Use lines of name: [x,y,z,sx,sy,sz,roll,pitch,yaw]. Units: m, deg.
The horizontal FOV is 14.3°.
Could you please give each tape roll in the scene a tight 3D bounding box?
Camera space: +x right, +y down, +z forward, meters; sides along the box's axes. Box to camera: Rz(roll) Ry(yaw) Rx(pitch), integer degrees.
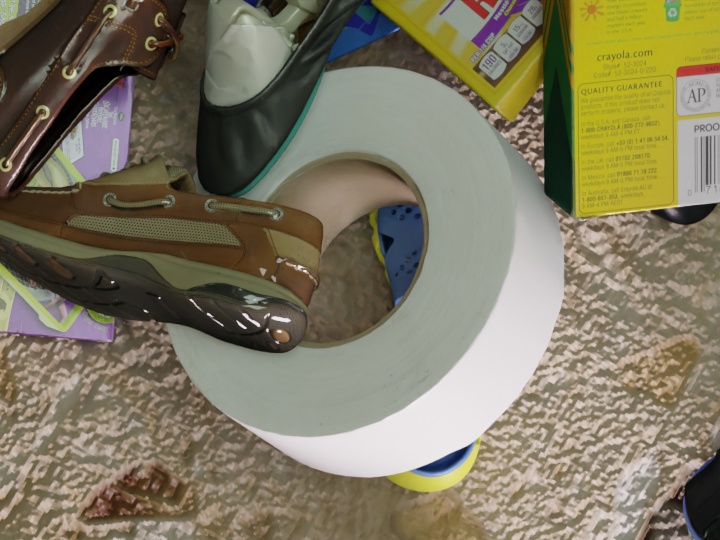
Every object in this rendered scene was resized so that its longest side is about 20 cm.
tape roll: [0.000,0.000,1.464,0.201,0.071,0.204,-10,66,24]

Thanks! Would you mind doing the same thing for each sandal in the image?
sandal: [0.047,0.016,1.520,0.079,0.087,0.201,-1,85,-9]

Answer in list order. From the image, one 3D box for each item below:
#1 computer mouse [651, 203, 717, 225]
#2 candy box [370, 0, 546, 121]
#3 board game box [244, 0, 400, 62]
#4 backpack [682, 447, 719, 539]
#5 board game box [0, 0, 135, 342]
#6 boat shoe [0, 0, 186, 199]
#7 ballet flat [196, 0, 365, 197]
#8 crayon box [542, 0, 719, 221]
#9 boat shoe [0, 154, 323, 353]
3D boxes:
computer mouse: [0.137,-0.114,1.570,0.058,0.034,0.201,-34,92,-10]
candy box: [0.103,-0.184,1.467,0.102,0.026,0.200,42,96,32]
board game box: [0.011,-0.207,1.509,0.199,0.045,0.153,-26,115,-5]
backpack: [0.286,0.136,1.510,0.199,0.183,0.147,-30,113,-1]
board game box: [-0.181,-0.067,1.512,0.119,0.032,0.201,5,86,-6]
boat shoe: [-0.125,-0.119,1.439,0.200,0.070,0.070,-43,72,5]
ballet flat: [-0.037,-0.135,1.455,0.068,0.068,0.201,37,84,-39]
crayon box: [0.155,-0.133,1.419,0.126,0.051,0.201,-6,109,-14]
boat shoe: [-0.105,-0.017,1.446,0.199,0.076,0.074,15,72,23]
